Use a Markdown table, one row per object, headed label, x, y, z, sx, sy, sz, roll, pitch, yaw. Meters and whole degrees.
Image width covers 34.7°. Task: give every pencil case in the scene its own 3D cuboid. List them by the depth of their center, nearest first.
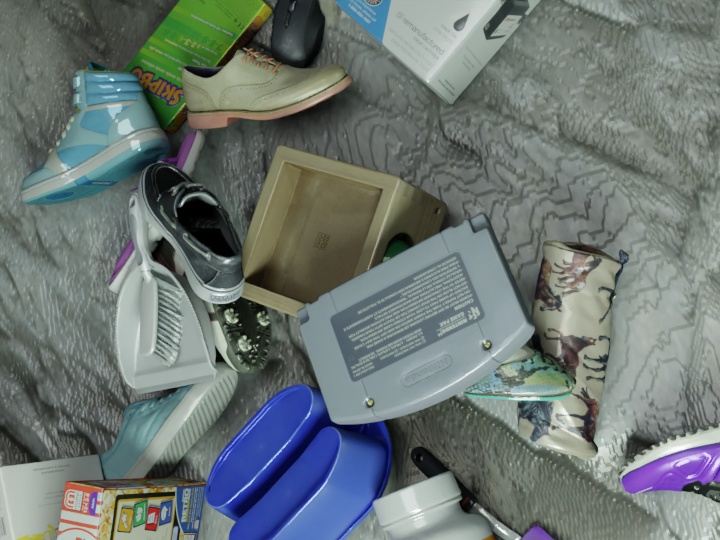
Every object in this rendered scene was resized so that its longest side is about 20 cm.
| label | x | y | z | sx | sy | sz | roll | pitch | yaw |
| --- | --- | --- | --- | --- | --- | --- | --- | --- | --- |
| pencil case | 0.198 | 0.075 | 1.079 | 0.078 | 0.089 | 0.202 | 6 | 87 | 58 |

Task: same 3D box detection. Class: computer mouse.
| label | x | y | z | sx | sy | sz | roll | pitch | yaw |
| --- | --- | --- | --- | --- | --- | --- | --- | --- | --- |
| computer mouse | -0.068 | -0.316 | 1.273 | 0.058 | 0.034 | 0.202 | 1 | 82 | 23 |

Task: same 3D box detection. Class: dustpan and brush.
| label | x | y | z | sx | sy | sz | roll | pitch | yaw |
| --- | --- | --- | --- | --- | --- | --- | --- | --- | --- |
| dustpan and brush | -0.216 | 0.020 | 1.202 | 0.139 | 0.057 | 0.202 | -14 | 73 | 39 |

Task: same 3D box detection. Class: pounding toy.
| label | x | y | z | sx | sy | sz | roll | pitch | yaw |
| --- | --- | --- | --- | --- | --- | --- | --- | --- | --- |
| pounding toy | 0.000 | 0.000 | 1.157 | 0.199 | 0.142 | 0.185 | 18 | 88 | 34 |

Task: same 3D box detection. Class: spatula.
| label | x | y | z | sx | sy | sz | roll | pitch | yaw |
| --- | --- | --- | --- | --- | --- | --- | --- | --- | --- |
| spatula | 0.122 | 0.238 | 1.117 | 0.200 | 0.021 | 0.057 | 40 | 101 | 23 |

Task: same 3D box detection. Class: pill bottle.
| label | x | y | z | sx | sy | sz | roll | pitch | yaw |
| --- | --- | --- | --- | --- | --- | --- | --- | --- | --- |
| pill bottle | 0.084 | 0.295 | 1.069 | 0.111 | 0.111 | 0.201 | -25 | 77 | 16 |

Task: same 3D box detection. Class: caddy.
| label | x | y | z | sx | sy | sz | roll | pitch | yaw |
| --- | --- | --- | --- | --- | --- | --- | --- | --- | --- |
| caddy | -0.058 | 0.210 | 1.151 | 0.200 | 0.105 | 0.142 | -47 | 45 | 9 |

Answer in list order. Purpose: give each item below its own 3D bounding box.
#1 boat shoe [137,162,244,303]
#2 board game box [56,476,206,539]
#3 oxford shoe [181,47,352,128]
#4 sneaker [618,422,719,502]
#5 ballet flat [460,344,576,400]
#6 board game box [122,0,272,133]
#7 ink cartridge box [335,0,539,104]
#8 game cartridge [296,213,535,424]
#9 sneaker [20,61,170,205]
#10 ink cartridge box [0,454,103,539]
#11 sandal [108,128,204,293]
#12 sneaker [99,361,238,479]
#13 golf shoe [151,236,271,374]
| label | x | y | z | sx | sy | sz | roll | pitch | yaw |
| --- | --- | --- | --- | --- | --- | --- | --- | --- | --- |
| boat shoe | -0.168 | -0.056 | 1.150 | 0.200 | 0.071 | 0.068 | 57 | 147 | 39 |
| board game box | -0.230 | 0.287 | 1.153 | 0.046 | 0.200 | 0.153 | 5 | 83 | 22 |
| oxford shoe | -0.107 | -0.202 | 1.237 | 0.199 | 0.071 | 0.074 | -8 | 110 | 20 |
| sneaker | 0.331 | 0.183 | 1.018 | 0.199 | 0.069 | 0.100 | -21 | 77 | 18 |
| ballet flat | 0.093 | 0.080 | 1.038 | 0.199 | 0.074 | 0.075 | -2 | 81 | 23 |
| board game box | -0.196 | -0.250 | 1.317 | 0.200 | 0.030 | 0.096 | -48 | 68 | 6 |
| ink cartridge box | 0.097 | -0.298 | 1.176 | 0.145 | 0.084 | 0.200 | 44 | 99 | 22 |
| game cartridge | 0.048 | 0.052 | 1.019 | 0.199 | 0.041 | 0.134 | -27 | 71 | 16 |
| sneaker | -0.315 | -0.159 | 1.310 | 0.199 | 0.079 | 0.131 | -21 | 83 | 20 |
| ink cartridge box | -0.341 | 0.312 | 1.217 | 0.128 | 0.125 | 0.201 | -25 | 73 | 38 |
| sandal | -0.230 | -0.072 | 1.259 | 0.050 | 0.082 | 0.204 | 29 | 81 | -19 |
| sneaker | -0.215 | 0.158 | 1.230 | 0.082 | 0.074 | 0.200 | 46 | 104 | 18 |
| golf shoe | -0.162 | 0.034 | 1.243 | 0.088 | 0.077 | 0.201 | -40 | 62 | 25 |
